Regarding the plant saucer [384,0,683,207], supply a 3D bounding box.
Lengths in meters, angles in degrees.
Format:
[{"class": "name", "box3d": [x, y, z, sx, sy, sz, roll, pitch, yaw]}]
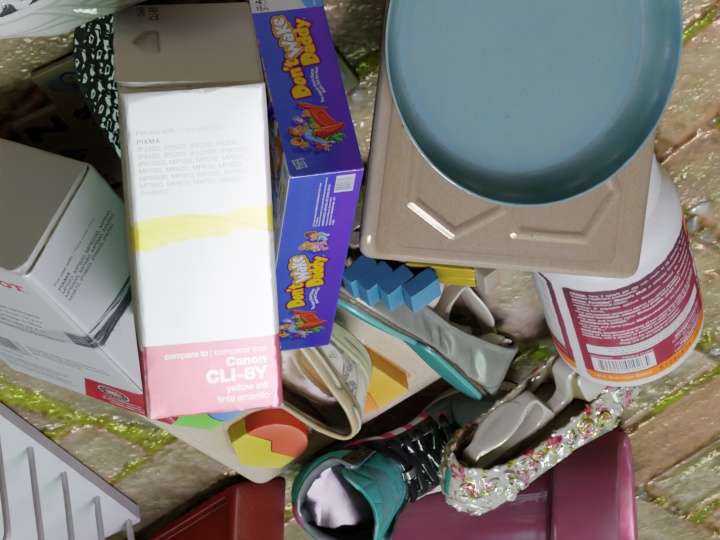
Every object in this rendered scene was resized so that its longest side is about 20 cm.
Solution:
[{"class": "plant saucer", "box3d": [0.099, -0.138, 1.604, 0.200, 0.027, 0.201, -5, 101, -24]}]

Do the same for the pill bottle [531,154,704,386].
[{"class": "pill bottle", "box3d": [0.166, -0.015, 1.816, 0.109, 0.110, 0.200, -16, 145, 4]}]

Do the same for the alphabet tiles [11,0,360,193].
[{"class": "alphabet tiles", "box3d": [-0.108, -0.105, 1.694, 0.200, 0.006, 0.166, -23, 143, 14]}]

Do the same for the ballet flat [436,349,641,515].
[{"class": "ballet flat", "box3d": [0.136, 0.098, 1.940, 0.200, 0.076, 0.064, -42, 149, -16]}]

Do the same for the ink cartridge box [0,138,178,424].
[{"class": "ink cartridge box", "box3d": [-0.195, 0.001, 1.686, 0.144, 0.084, 0.200, 17, 160, 32]}]

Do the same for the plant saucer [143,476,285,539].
[{"class": "plant saucer", "box3d": [-0.143, 0.260, 2.033, 0.200, 0.200, 0.037, -33, 123, 26]}]

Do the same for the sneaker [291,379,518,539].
[{"class": "sneaker", "box3d": [0.031, 0.146, 1.983, 0.200, 0.121, 0.084, -25, 100, 17]}]

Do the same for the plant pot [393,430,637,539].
[{"class": "plant pot", "box3d": [0.118, 0.223, 2.079, 0.178, 0.201, 0.200, 0, 146, 9]}]

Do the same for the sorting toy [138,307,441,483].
[{"class": "sorting toy", "box3d": [-0.058, 0.084, 1.944, 0.185, 0.037, 0.200, -32, 141, 25]}]

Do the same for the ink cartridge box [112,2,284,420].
[{"class": "ink cartridge box", "box3d": [-0.093, -0.037, 1.548, 0.083, 0.145, 0.201, -5, 114, -5]}]

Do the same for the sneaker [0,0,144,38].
[{"class": "sneaker", "box3d": [-0.154, -0.175, 1.537, 0.199, 0.075, 0.081, -12, 158, 3]}]

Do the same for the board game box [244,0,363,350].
[{"class": "board game box", "box3d": [-0.043, -0.059, 1.641, 0.045, 0.135, 0.200, -7, 149, -11]}]

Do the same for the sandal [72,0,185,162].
[{"class": "sandal", "box3d": [-0.122, -0.094, 1.631, 0.075, 0.048, 0.201, -14, 119, 3]}]

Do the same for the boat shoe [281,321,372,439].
[{"class": "boat shoe", "box3d": [-0.072, 0.040, 1.821, 0.200, 0.063, 0.073, 33, 124, -22]}]

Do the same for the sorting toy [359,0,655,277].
[{"class": "sorting toy", "box3d": [0.094, -0.094, 1.653, 0.199, 0.186, 0.036, 4, -174, -26]}]

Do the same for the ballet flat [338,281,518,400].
[{"class": "ballet flat", "box3d": [0.043, 0.027, 1.888, 0.200, 0.067, 0.064, 35, 86, -48]}]

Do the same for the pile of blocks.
[{"class": "pile of blocks", "box3d": [0.000, 0.000, 1.757, 0.199, 0.082, 0.062, 11, 154, 13]}]

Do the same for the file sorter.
[{"class": "file sorter", "box3d": [-0.262, 0.212, 1.979, 0.138, 0.125, 0.200, -24, 144, 16]}]
